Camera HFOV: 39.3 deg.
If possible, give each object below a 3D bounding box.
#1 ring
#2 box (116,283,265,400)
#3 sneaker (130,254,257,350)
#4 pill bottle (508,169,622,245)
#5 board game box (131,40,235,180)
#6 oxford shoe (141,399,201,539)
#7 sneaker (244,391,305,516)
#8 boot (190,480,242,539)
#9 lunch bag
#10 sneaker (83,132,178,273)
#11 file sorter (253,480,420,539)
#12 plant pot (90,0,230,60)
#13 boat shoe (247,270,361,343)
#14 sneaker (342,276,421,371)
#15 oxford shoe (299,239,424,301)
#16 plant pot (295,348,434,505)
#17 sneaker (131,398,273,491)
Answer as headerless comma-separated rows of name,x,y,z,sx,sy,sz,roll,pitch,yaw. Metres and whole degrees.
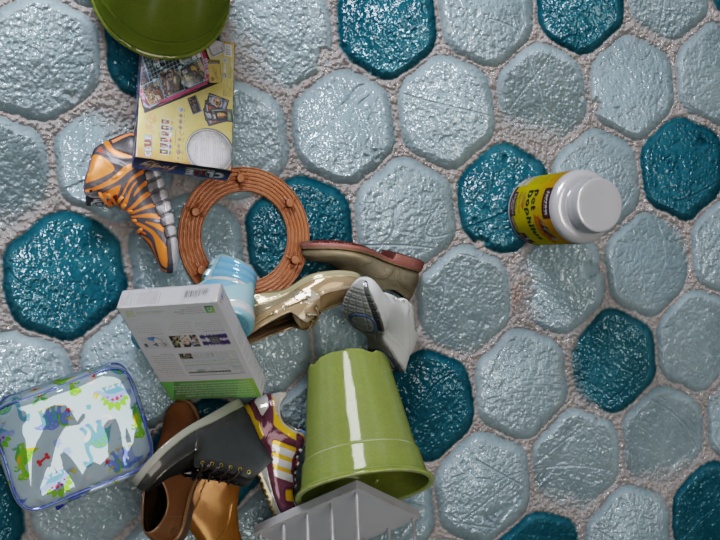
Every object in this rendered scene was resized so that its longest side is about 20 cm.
ring,-0.168,-0.049,1.471,0.197,0.019,0.205,0,90,-18
box,-0.222,0.100,1.352,0.141,0.037,0.202,-3,135,14
sneaker,-0.225,0.047,1.417,0.132,0.197,0.080,-82,151,-41
pill bottle,0.312,-0.095,1.537,0.107,0.200,0.112,0,90,-18
board game box,-0.243,-0.231,1.399,0.133,0.035,0.204,7,68,-19
oxford shoe,-0.259,0.269,1.382,0.070,0.071,0.204,-8,63,21
sneaker,-0.110,0.278,1.466,0.089,0.075,0.203,-22,98,-11
boot,-0.192,0.345,1.441,0.199,0.071,0.146,28,82,-13
lunch bag,-0.389,0.226,1.367,0.197,0.082,0.164,-19,96,-17
sneaker,-0.320,-0.085,1.397,0.110,0.078,0.204,-16,85,-13
file sorter,-0.030,0.397,1.386,0.138,0.198,0.126,32,40,-39
plant pot,-0.247,-0.412,1.325,0.197,0.193,0.205,5,75,-20
boat shoe,-0.086,0.057,1.458,0.196,0.072,0.065,-18,59,-5
sneaker,0.034,0.065,1.487,0.088,0.074,0.201,-57,146,-22
oxford shoe,0.000,0.000,1.503,0.196,0.070,0.076,12,93,-17
plant pot,-0.006,0.220,1.438,0.196,0.201,0.193,0,64,-18
sneaker,-0.203,0.258,1.343,0.199,0.075,0.107,-30,80,-43
